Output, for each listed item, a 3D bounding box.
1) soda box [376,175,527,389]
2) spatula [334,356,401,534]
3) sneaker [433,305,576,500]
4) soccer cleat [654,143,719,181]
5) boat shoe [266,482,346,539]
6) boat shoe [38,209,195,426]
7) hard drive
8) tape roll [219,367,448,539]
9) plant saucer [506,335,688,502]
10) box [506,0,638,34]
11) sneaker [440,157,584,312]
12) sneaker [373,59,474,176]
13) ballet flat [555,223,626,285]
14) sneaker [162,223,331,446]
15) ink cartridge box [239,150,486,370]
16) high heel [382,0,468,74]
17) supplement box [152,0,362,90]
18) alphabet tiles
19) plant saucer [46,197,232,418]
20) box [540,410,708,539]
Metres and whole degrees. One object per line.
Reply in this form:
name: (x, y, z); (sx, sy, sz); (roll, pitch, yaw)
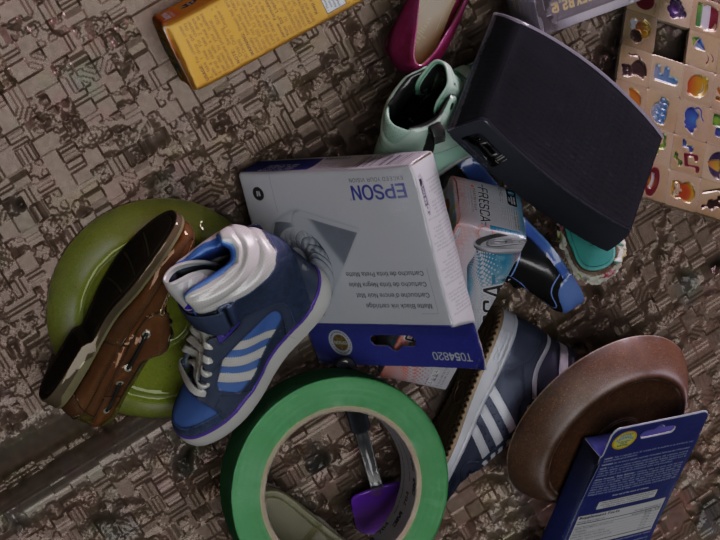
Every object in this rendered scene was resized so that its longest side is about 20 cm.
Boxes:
soda box: (0.077, 0.014, 1.675); (0.068, 0.064, 0.201); (12, 133, -15)
spatula: (0.005, 0.162, 1.746); (0.056, 0.021, 0.201); (-17, 117, -4)
sneaker: (0.131, 0.144, 1.769); (0.108, 0.070, 0.201); (23, 94, -18)
soccer cleat: (0.317, -0.101, 1.771); (0.199, 0.065, 0.084); (18, 79, -17)
boat shoe: (-0.040, 0.265, 1.752); (0.075, 0.068, 0.200); (-41, 109, -7)
boat shoe: (-0.193, 0.042, 1.628); (0.068, 0.072, 0.200); (31, 103, -24)
hard drive: (0.173, -0.119, 1.628); (0.200, 0.042, 0.136); (34, 66, -28)
tape roll: (-0.023, 0.188, 1.682); (0.199, 0.048, 0.202); (-2, 98, -17)
plant saucer: (0.227, 0.147, 1.764); (0.199, 0.035, 0.201); (-21, 139, -19)
box: (0.210, -0.309, 1.668); (0.199, 0.048, 0.159); (-23, 110, -22)
sneaker: (0.117, -0.025, 1.727); (0.078, 0.070, 0.200); (-42, 103, -1)
sneaker: (0.098, -0.152, 1.638); (0.200, 0.118, 0.074); (-38, 72, -18)
ballet flat: (0.196, -0.083, 1.727); (0.075, 0.064, 0.202); (-7, 79, 6)
sneaker: (-0.131, 0.047, 1.604); (0.146, 0.081, 0.200); (29, 108, -42)
ink cartridge box: (0.000, 0.000, 1.640); (0.041, 0.199, 0.201); (-34, 115, -45)
high heel: (0.080, -0.261, 1.639); (0.067, 0.096, 0.201); (32, 94, -17)
supplement box: (-0.074, -0.229, 1.621); (0.199, 0.067, 0.069); (-32, 110, -7)
alphabet tiles: (0.303, -0.151, 1.736); (0.166, 0.008, 0.202); (15, 77, -19)
plant saucer: (-0.175, 0.038, 1.679); (0.198, 0.031, 0.202); (-4, 105, -15)
box: (0.240, 0.204, 1.778); (0.120, 0.032, 0.201); (-7, 132, -33)
